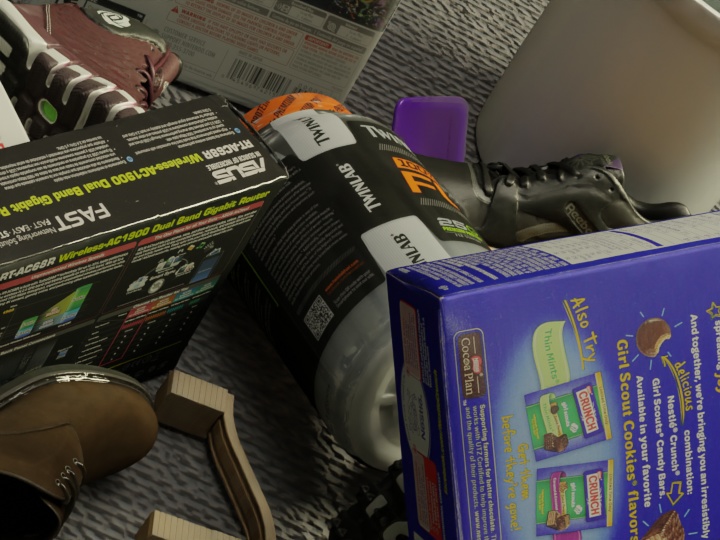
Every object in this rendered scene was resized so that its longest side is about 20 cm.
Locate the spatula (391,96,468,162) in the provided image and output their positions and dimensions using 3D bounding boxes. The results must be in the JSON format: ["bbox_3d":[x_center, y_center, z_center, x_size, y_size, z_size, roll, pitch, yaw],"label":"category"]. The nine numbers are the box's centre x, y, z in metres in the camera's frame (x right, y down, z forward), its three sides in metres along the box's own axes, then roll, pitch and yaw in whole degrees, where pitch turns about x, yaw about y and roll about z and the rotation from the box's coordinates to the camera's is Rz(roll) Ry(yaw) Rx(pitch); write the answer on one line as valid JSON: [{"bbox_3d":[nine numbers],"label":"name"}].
[{"bbox_3d":[-0.019,-0.078,1.335,0.199,0.057,0.021,0,7,-27],"label":"spatula"}]

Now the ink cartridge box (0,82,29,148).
[{"bbox_3d":[-0.274,-0.067,1.095,0.199,0.084,0.146,-5,53,-38],"label":"ink cartridge box"}]

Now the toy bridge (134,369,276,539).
[{"bbox_3d":[-0.075,0.138,1.076,0.067,0.027,0.200,22,41,-18],"label":"toy bridge"}]

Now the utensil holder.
[{"bbox_3d":[0.186,-0.125,1.396,0.169,0.200,0.170,20,42,-19],"label":"utensil holder"}]

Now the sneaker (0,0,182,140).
[{"bbox_3d":[-0.122,-0.086,1.236,0.200,0.076,0.115,48,37,17],"label":"sneaker"}]

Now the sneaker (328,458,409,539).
[{"bbox_3d":[0.084,0.097,1.100,0.091,0.200,0.066,49,2,-21],"label":"sneaker"}]

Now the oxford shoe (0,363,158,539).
[{"bbox_3d":[-0.153,0.096,1.008,0.084,0.073,0.200,35,28,26],"label":"oxford shoe"}]

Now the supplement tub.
[{"bbox_3d":[0.000,0.000,1.178,0.122,0.123,0.200,1,37,-35],"label":"supplement tub"}]

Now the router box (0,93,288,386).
[{"bbox_3d":[-0.146,0.005,1.062,0.200,0.150,0.062,-20,63,-46],"label":"router box"}]

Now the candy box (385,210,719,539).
[{"bbox_3d":[0.121,0.068,1.022,0.199,0.170,0.077,-10,15,-18],"label":"candy box"}]

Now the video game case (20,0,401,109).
[{"bbox_3d":[-0.070,-0.184,1.285,0.199,0.182,0.023,20,33,-18],"label":"video game case"}]

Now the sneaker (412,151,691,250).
[{"bbox_3d":[0.110,-0.043,1.335,0.199,0.088,0.076,24,20,-18],"label":"sneaker"}]
